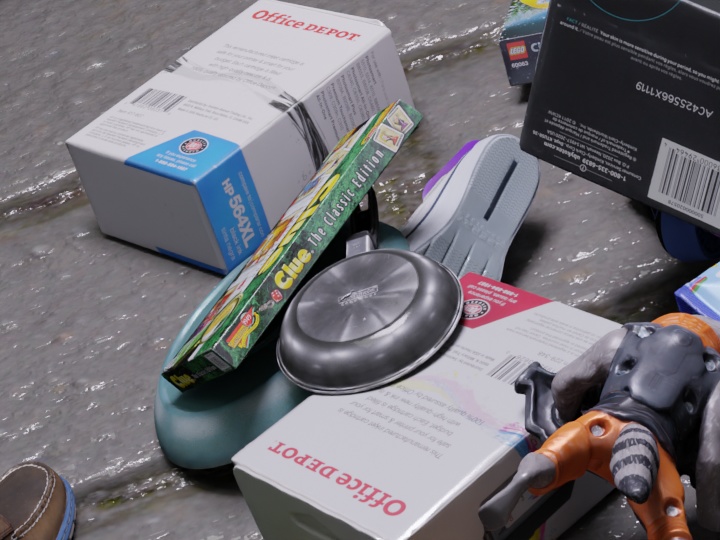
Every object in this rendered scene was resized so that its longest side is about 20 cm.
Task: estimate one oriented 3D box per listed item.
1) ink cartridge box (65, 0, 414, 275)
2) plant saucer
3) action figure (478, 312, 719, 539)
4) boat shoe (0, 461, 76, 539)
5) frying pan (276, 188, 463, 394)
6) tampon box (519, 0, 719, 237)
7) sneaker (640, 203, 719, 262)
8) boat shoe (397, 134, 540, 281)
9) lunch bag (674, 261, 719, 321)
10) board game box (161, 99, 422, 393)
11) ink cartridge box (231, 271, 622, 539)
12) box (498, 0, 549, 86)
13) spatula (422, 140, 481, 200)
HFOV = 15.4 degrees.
[{"bbox_3d":[-0.081,-0.098,1.862,0.200,0.084,0.146,-39,36,-29],"label":"ink cartridge box"},{"bbox_3d":[-0.055,0.037,1.634,0.200,0.027,0.200,-32,28,19],"label":"plant saucer"},{"bbox_3d":[0.169,0.093,1.358,0.200,0.105,0.194,20,42,7],"label":"action figure"},{"bbox_3d":[-0.233,0.171,1.549,0.072,0.072,0.200,1,37,29],"label":"boat shoe"},{"bbox_3d":[0.015,0.000,1.552,0.115,0.031,0.190,-3,42,28],"label":"frying pan"},{"bbox_3d":[0.212,-0.127,1.542,0.150,0.126,0.200,26,31,25],"label":"tampon box"},{"bbox_3d":[0.193,-0.062,1.682,0.078,0.070,0.200,-10,26,18],"label":"sneaker"},{"bbox_3d":[0.051,0.001,1.673,0.067,0.074,0.200,-30,20,54],"label":"boat shoe"},{"bbox_3d":[0.296,0.050,1.456,0.151,0.094,0.200,-34,47,-22],"label":"lunch bag"},{"bbox_3d":[-0.042,-0.014,1.606,0.200,0.023,0.105,-54,13,-22],"label":"board game box"},{"bbox_3d":[0.051,0.101,1.492,0.200,0.086,0.148,-38,37,-25],"label":"ink cartridge box"},{"bbox_3d":[0.205,-0.191,1.879,0.200,0.038,0.137,-9,27,16],"label":"box"},{"bbox_3d":[0.124,-0.095,1.803,0.200,0.021,0.057,-32,31,-26],"label":"spatula"}]
